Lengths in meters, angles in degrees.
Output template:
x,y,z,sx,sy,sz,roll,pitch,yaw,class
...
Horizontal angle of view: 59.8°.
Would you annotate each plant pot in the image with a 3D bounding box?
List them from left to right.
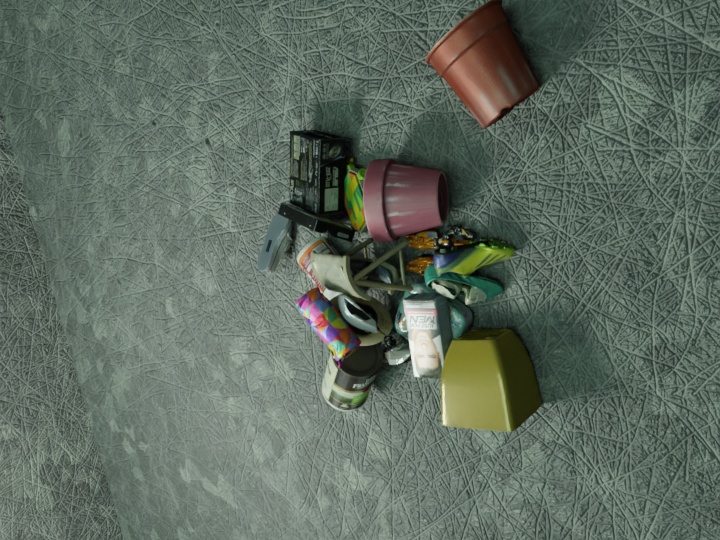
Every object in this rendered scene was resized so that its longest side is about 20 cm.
x,y,z,sx,sy,sz,roll,pitch,yaw,class
0.118,-0.175,1.533,0.174,0.200,0.206,-1,104,21,plant pot
0.271,-0.428,1.338,0.199,0.200,0.198,-34,91,38,plant pot
0.307,0.251,1.513,0.190,0.193,0.206,-5,95,37,plant pot

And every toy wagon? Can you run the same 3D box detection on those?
x,y,z,sx,sy,sz,roll,pitch,yaw,class
-0.011,-0.205,1.667,0.156,0.039,0.204,124,131,-59,toy wagon

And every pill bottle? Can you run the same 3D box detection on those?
x,y,z,sx,sy,sz,roll,pitch,yaw,class
-0.084,0.011,1.783,0.201,0.109,0.110,50,127,14,pill bottle

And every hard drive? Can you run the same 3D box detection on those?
x,y,z,sx,sy,sz,roll,pitch,yaw,class
-0.122,-0.133,1.716,0.198,0.137,0.039,26,99,50,hard drive

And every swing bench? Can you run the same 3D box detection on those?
x,y,z,sx,sy,sz,roll,pitch,yaw,class
0.000,0.000,1.619,0.197,0.196,0.134,11,112,60,swing bench

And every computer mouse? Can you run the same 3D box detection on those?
x,y,z,sx,sy,sz,roll,pitch,yaw,class
0.009,0.140,1.608,0.199,0.044,0.110,40,166,0,computer mouse

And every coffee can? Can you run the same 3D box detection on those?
x,y,z,sx,sy,sz,roll,pitch,yaw,class
-0.026,0.283,1.761,0.146,0.145,0.202,41,144,19,coffee can

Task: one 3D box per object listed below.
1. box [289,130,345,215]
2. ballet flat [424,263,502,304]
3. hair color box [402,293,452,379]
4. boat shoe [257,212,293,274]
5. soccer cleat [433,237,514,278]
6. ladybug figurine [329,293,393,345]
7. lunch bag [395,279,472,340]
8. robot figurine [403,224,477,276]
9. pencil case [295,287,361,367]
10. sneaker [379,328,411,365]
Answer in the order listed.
x,y,z,sx,sy,sz,roll,pitch,yaw,class
-0.121,-0.269,1.713,0.162,0.084,0.206,25,119,50,box
0.246,0.045,1.520,0.195,0.072,0.068,17,149,3,ballet flat
0.173,0.163,1.563,0.097,0.060,0.206,-2,103,37,hair color box
-0.239,-0.083,1.900,0.073,0.085,0.207,16,85,37,boat shoe
0.267,-0.027,1.485,0.194,0.065,0.086,-6,109,-4,soccer cleat
-0.007,0.134,1.690,0.195,0.072,0.140,15,78,-8,ladybug figurine
0.186,0.123,1.629,0.198,0.076,0.164,32,121,25,lunch bag
0.206,-0.040,1.577,0.196,0.058,0.149,3,108,37,robot figurine
-0.084,0.141,1.602,0.202,0.088,0.088,52,127,9,pencil case
0.093,0.202,1.692,0.199,0.074,0.095,168,92,-66,sneaker
